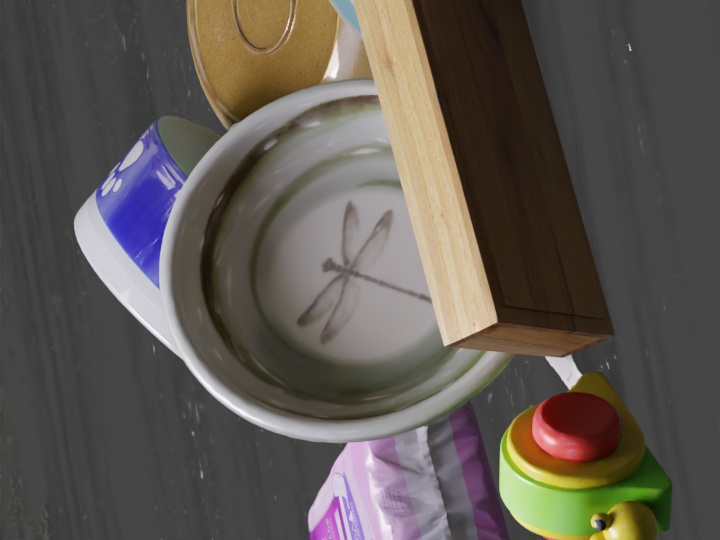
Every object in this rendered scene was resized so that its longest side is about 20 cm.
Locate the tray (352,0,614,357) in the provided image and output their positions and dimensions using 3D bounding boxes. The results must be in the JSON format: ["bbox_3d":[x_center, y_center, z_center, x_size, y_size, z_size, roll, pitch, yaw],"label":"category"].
[{"bbox_3d":[0.057,-0.060,1.219,0.037,0.099,0.200,-26,70,33],"label":"tray"}]

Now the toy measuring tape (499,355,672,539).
[{"bbox_3d":[0.087,0.074,1.238,0.200,0.074,0.074,-121,26,-53],"label":"toy measuring tape"}]

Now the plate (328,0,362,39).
[{"bbox_3d":[0.001,-0.182,1.365,0.200,0.026,0.200,50,157,32],"label":"plate"}]

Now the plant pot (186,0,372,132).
[{"bbox_3d":[-0.050,-0.161,1.532,0.200,0.027,0.200,6,98,53],"label":"plant pot"}]

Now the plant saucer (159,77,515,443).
[{"bbox_3d":[0.000,0.000,1.305,0.050,0.200,0.200,65,-174,-63],"label":"plant saucer"}]

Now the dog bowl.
[{"bbox_3d":[-0.065,0.001,1.505,0.079,0.200,0.200,-50,33,12],"label":"dog bowl"}]

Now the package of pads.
[{"bbox_3d":[0.026,0.157,1.500,0.200,0.076,0.121,118,143,-66],"label":"package of pads"}]

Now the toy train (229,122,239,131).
[{"bbox_3d":[0.000,-0.014,1.418,0.056,0.150,0.200,-44,41,25],"label":"toy train"}]
